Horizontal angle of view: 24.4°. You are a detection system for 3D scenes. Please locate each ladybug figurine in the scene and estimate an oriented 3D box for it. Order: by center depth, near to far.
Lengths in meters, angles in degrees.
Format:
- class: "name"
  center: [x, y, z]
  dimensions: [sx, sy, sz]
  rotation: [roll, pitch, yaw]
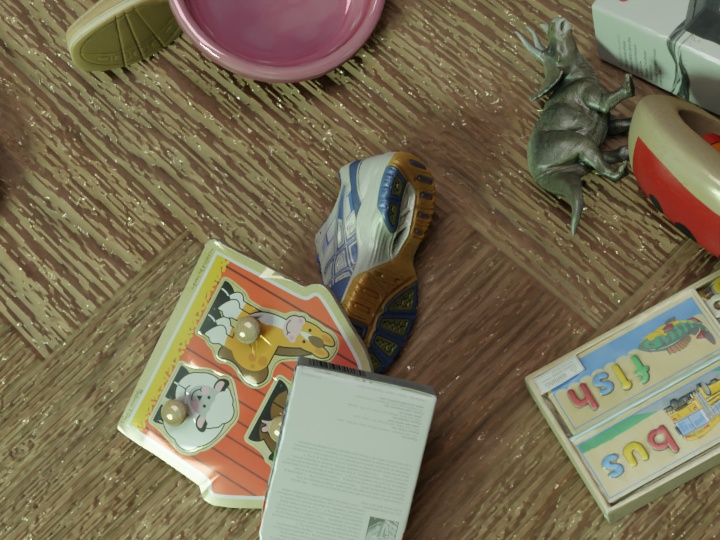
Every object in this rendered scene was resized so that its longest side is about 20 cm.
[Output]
- class: "ladybug figurine"
  center: [0.281, -0.063, 1.310]
  dimensions: [0.200, 0.136, 0.072]
  rotation: [51, 120, 40]

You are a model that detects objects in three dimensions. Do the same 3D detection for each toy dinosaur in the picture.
- class: "toy dinosaur"
  center: [0.180, -0.110, 1.392]
  dimensions: [0.102, 0.077, 0.200]
  rotation: [-1, 68, 26]

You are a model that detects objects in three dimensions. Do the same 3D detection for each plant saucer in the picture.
- class: "plant saucer"
  center: [-0.077, -0.260, 1.495]
  dimensions: [0.200, 0.051, 0.201]
  rotation: [3, 76, -10]

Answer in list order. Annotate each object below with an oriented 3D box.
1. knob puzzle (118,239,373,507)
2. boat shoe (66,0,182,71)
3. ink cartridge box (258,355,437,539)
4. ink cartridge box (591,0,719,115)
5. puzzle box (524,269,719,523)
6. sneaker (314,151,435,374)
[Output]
- class: "knob puzzle"
  center: [-0.075, 0.099, 1.309]
  dimensions: [0.219, 0.030, 0.220]
  rotation: [0, 92, 15]
- class: "boat shoe"
  center: [-0.192, -0.257, 1.546]
  dimensions: [0.200, 0.074, 0.069]
  rotation: [-32, 58, -15]
- class: "ink cartridge box"
  center: [-0.018, 0.175, 1.264]
  dimensions: [0.109, 0.050, 0.200]
  rotation: [13, 95, -4]
- class: "ink cartridge box"
  center: [0.315, -0.213, 1.393]
  dimensions: [0.200, 0.084, 0.145]
  rotation: [30, 74, 25]
- class: "puzzle box"
  center: [0.244, 0.092, 1.290]
  dimensions: [0.200, 0.025, 0.133]
  rotation: [-29, 62, -3]
- class: "sneaker"
  center: [0.000, 0.000, 1.379]
  dimensions: [0.088, 0.075, 0.200]
  rotation: [1, 69, 46]
